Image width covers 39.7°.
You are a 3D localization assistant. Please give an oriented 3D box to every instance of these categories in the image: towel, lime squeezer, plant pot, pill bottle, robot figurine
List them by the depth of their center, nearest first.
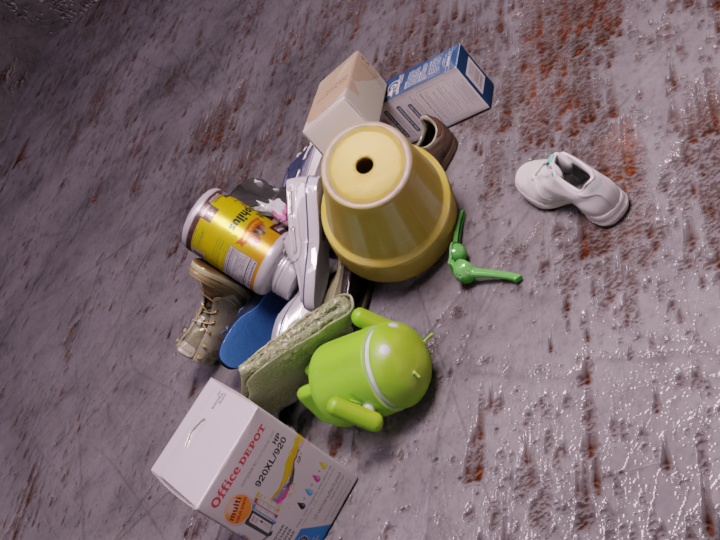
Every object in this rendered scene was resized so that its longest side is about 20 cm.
[{"bbox_3d":[0.011,0.138,1.323,0.198,0.116,0.177,-22,33,35],"label":"robot figurine"},{"bbox_3d":[0.151,-0.024,1.387,0.071,0.038,0.201,-44,33,9],"label":"lime squeezer"},{"bbox_3d":[-0.086,0.125,1.395,0.199,0.150,0.036,-35,62,-22],"label":"towel"},{"bbox_3d":[0.027,-0.110,1.411,0.196,0.189,0.205,-5,68,13],"label":"plant pot"},{"bbox_3d":[-0.176,-0.037,1.576,0.110,0.198,0.110,-56,-10,-15],"label":"pill bottle"}]

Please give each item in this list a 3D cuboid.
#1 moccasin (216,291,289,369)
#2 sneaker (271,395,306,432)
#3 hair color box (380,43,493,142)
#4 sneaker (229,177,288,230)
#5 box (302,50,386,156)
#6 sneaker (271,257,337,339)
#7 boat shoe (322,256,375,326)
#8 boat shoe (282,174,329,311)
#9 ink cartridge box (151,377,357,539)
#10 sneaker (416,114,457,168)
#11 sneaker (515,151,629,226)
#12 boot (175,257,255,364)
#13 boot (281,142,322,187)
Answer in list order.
[{"bbox_3d":[-0.166,0.086,1.633,0.200,0.081,0.068,-49,16,-29],"label":"moccasin"},{"bbox_3d":[-0.137,0.256,1.430,0.080,0.075,0.203,-4,54,36],"label":"sneaker"},{"bbox_3d":[0.108,-0.281,1.630,0.198,0.100,0.061,-20,42,37],"label":"hair color box"},{"bbox_3d":[-0.118,-0.092,1.632,0.198,0.087,0.081,21,64,35],"label":"sneaker"},{"bbox_3d":[-0.021,-0.254,1.555,0.094,0.078,0.201,-36,21,23],"label":"box"},{"bbox_3d":[-0.074,0.063,1.535,0.070,0.073,0.203,-6,53,50],"label":"sneaker"},{"bbox_3d":[0.000,0.000,1.520,0.064,0.073,0.204,-4,64,41],"label":"boat shoe"},{"bbox_3d":[-0.085,-0.040,1.497,0.064,0.073,0.205,-1,84,16],"label":"boat shoe"},{"bbox_3d":[-0.138,0.266,1.297,0.144,0.200,0.149,15,68,54],"label":"ink cartridge box"},{"bbox_3d":[0.085,-0.150,1.552,0.070,0.075,0.203,-7,52,45],"label":"sneaker"},{"bbox_3d":[0.262,-0.125,1.307,0.076,0.088,0.199,-54,33,-5],"label":"sneaker"},{"bbox_3d":[-0.253,0.073,1.642,0.072,0.200,0.156,36,88,27],"label":"boot"},{"bbox_3d":[-0.073,-0.202,1.683,0.089,0.073,0.203,-2,56,42],"label":"boot"}]
